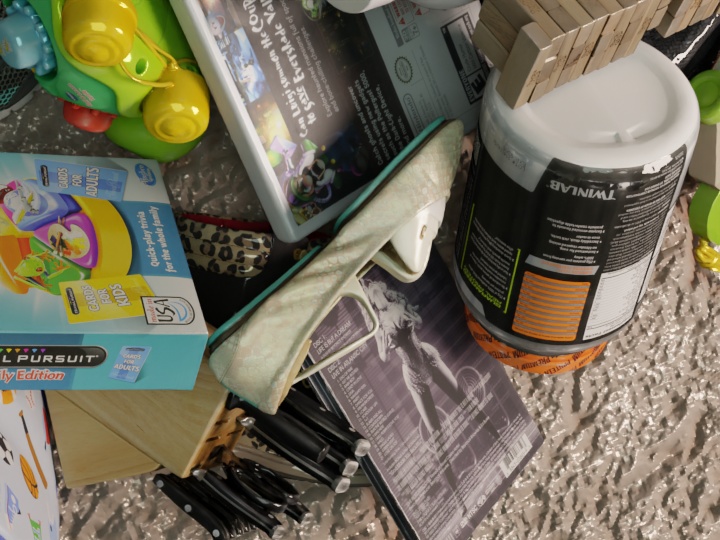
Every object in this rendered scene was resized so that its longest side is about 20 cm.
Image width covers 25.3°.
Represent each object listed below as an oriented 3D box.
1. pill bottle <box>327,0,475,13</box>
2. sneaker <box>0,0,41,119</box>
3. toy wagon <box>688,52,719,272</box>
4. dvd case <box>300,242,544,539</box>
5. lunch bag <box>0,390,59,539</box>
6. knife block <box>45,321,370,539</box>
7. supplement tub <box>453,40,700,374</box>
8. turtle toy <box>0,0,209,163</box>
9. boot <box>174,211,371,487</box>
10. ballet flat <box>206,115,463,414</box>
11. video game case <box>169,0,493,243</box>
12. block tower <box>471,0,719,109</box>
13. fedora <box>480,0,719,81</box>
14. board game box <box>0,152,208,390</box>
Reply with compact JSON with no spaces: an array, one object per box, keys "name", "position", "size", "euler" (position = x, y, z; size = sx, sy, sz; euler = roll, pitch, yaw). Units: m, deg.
[{"name":"pill bottle","position":[0.066,-0.210,0.881],"size":[0.200,0.112,0.112],"euler":[-25,102,-27]},{"name":"sneaker","position":[-0.249,-0.106,0.938],"size":[0.200,0.091,0.078],"euler":[-43,99,-2]},{"name":"toy wagon","position":[0.255,-0.095,1.010],"size":[0.155,0.040,0.200],"euler":[25,96,-47]},{"name":"dvd case","position":[0.032,0.066,1.000],"size":[0.149,0.016,0.200],"euler":[-42,108,-45]},{"name":"lunch bag","position":[-0.232,0.134,0.900],"size":[0.124,0.170,0.200],"euler":[1,135,-11]},{"name":"knife block","position":[-0.094,0.062,0.936],"size":[0.175,0.064,0.200],"euler":[-15,86,18]},{"name":"supplement tub","position":[0.121,-0.035,0.951],"size":[0.122,0.123,0.200],"euler":[-2,141,-9]},{"name":"turtle toy","position":[-0.139,-0.134,0.916],"size":[0.101,0.146,0.200],"euler":[-16,144,21]},{"name":"boot","position":[-0.041,0.050,1.006],"size":[0.200,0.073,0.151],"euler":[10,97,-2]},{"name":"ballet flat","position":[0.000,0.000,0.897],"size":[0.062,0.067,0.200],"euler":[45,83,5]},{"name":"video game case","position":[-0.013,-0.146,0.918],"size":[0.182,0.023,0.200],"euler":[-33,112,-27]},{"name":"block tower","position":[0.152,-0.159,0.888],"size":[0.200,0.054,0.058],"euler":[-28,67,-26]},{"name":"fedora","position":[0.161,-0.157,0.993],"size":[0.200,0.092,0.201],"euler":[-1,99,-9]},{"name":"board game box","position":[-0.197,-0.003,0.875],"size":[0.200,0.151,0.047],"euler":[1,131,-23]}]
